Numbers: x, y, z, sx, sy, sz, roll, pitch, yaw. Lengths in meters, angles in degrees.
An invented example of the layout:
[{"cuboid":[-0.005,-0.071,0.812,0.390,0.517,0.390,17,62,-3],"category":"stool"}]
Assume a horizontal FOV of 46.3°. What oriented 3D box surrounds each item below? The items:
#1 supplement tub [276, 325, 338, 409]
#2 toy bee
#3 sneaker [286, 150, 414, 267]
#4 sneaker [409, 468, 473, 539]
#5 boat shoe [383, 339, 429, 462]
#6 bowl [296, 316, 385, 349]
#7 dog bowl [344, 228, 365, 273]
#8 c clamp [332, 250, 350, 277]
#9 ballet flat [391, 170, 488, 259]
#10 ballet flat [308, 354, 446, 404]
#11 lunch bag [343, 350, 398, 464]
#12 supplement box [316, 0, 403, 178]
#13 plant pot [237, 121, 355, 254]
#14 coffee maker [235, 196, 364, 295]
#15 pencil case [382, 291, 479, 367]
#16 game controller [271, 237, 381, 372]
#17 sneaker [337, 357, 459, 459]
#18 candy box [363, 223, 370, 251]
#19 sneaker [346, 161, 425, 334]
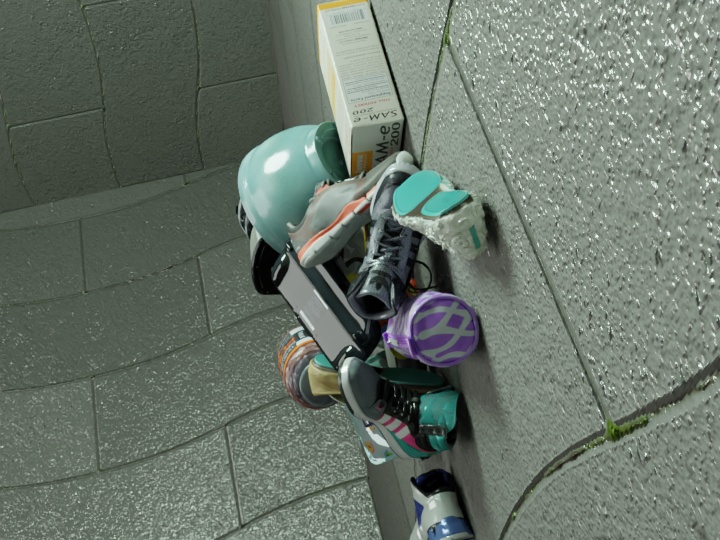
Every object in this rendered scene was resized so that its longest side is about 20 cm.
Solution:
[{"cuboid":[-0.072,0.152,1.311,0.200,0.105,0.109,-153,50,-78],"category":"supplement tub"},{"cuboid":[0.043,0.057,1.154,0.108,0.197,0.133,-23,-84,-59],"category":"toy bee"},{"cuboid":[-0.021,-0.093,1.067,0.082,0.199,0.077,53,-166,16],"category":"sneaker"},{"cuboid":[0.117,0.367,1.278,0.200,0.079,0.117,105,156,-62],"category":"sneaker"},{"cuboid":[0.084,0.178,1.244,0.074,0.059,0.204,25,-129,-74],"category":"boat shoe"},{"cuboid":[-0.004,0.069,1.419,0.201,0.198,0.092,171,117,-84],"category":"bowl"},{"cuboid":[-0.034,-0.065,1.563,0.202,0.058,0.200,57,-170,-16],"category":"dog bowl"},{"cuboid":[0.000,0.000,1.201,0.027,0.170,0.202,30,150,45],"category":"c clamp"},{"cuboid":[0.079,-0.050,0.841,0.200,0.070,0.073,-122,21,-73],"category":"ballet flat"},{"cuboid":[0.022,0.164,1.182,0.069,0.196,0.064,-43,-40,-70],"category":"ballet flat"},{"cuboid":[0.039,0.226,1.402,0.200,0.120,0.173,101,144,-81],"category":"lunch bag"},{"cuboid":[-0.002,-0.246,1.136,0.126,0.072,0.203,93,163,-67],"category":"supplement box"},{"cuboid":[-0.059,-0.129,1.213,0.134,0.198,0.203,-35,60,39],"category":"plant pot"},{"cuboid":[-0.100,-0.051,1.381,0.136,0.190,0.201,-58,28,22],"category":"coffee maker"},{"cuboid":[0.077,0.068,0.980,0.200,0.084,0.085,142,113,-82],"category":"pencil case"},{"cuboid":[-0.050,0.043,1.134,0.201,0.042,0.105,53,135,23],"category":"game controller"},{"cuboid":[0.065,0.173,1.077,0.200,0.119,0.085,48,-140,-35],"category":"sneaker"},{"cuboid":[0.034,-0.046,1.308,0.102,0.026,0.202,-127,26,-45],"category":"candy box"},{"cuboid":[0.034,-0.019,0.990,0.114,0.074,0.203,-67,-11,-53],"category":"sneaker"}]
